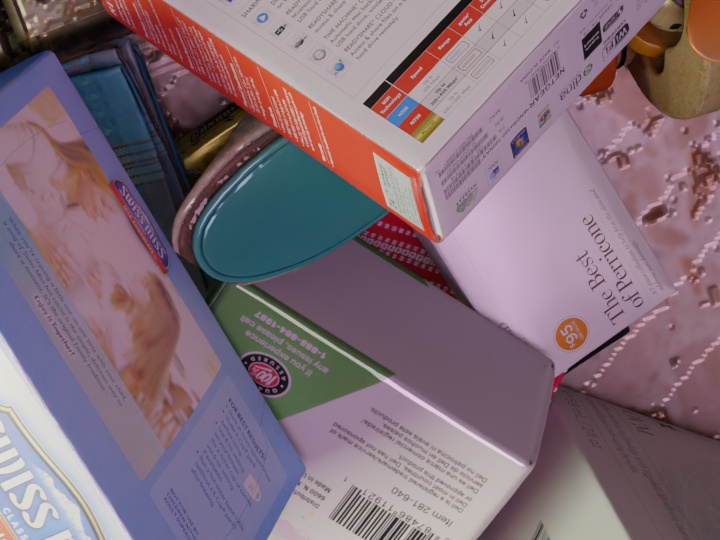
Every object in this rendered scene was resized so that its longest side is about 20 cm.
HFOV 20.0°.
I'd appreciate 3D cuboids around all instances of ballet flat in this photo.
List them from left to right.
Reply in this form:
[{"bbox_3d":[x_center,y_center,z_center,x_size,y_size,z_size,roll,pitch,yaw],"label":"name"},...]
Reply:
[{"bbox_3d":[0.007,-0.065,0.798,0.199,0.062,0.068,-34,126,-8],"label":"ballet flat"}]

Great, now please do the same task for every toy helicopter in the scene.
[{"bbox_3d":[0.127,-0.161,0.847,0.078,0.132,0.201,-13,107,-13],"label":"toy helicopter"}]

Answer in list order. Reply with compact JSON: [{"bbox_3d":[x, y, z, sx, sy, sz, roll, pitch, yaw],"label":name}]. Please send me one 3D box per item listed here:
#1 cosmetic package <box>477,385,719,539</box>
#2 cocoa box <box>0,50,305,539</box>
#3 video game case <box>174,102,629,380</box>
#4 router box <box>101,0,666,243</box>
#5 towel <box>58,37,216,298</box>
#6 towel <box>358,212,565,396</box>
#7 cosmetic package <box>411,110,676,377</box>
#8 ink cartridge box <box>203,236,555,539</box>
[{"bbox_3d":[0.168,0.168,0.938,0.199,0.200,0.124,20,106,-16],"label":"cosmetic package"},{"bbox_3d":[-0.135,0.047,0.755,0.131,0.133,0.201,-23,106,25],"label":"cocoa box"},{"bbox_3d":[0.000,0.000,0.944,0.180,0.026,0.200,-34,112,4],"label":"video game case"},{"bbox_3d":[0.025,-0.136,0.761,0.200,0.179,0.049,-46,152,-15],"label":"router box"},{"bbox_3d":[-0.165,-0.004,0.899,0.199,0.022,0.147,-18,111,9],"label":"towel"},{"bbox_3d":[0.023,0.046,0.940,0.144,0.023,0.201,22,106,-16],"label":"towel"},{"bbox_3d":[0.049,-0.052,0.869,0.082,0.051,0.201,-34,108,0],"label":"cosmetic package"},{"bbox_3d":[-0.032,0.091,0.875,0.144,0.084,0.200,32,121,-6],"label":"ink cartridge box"}]
